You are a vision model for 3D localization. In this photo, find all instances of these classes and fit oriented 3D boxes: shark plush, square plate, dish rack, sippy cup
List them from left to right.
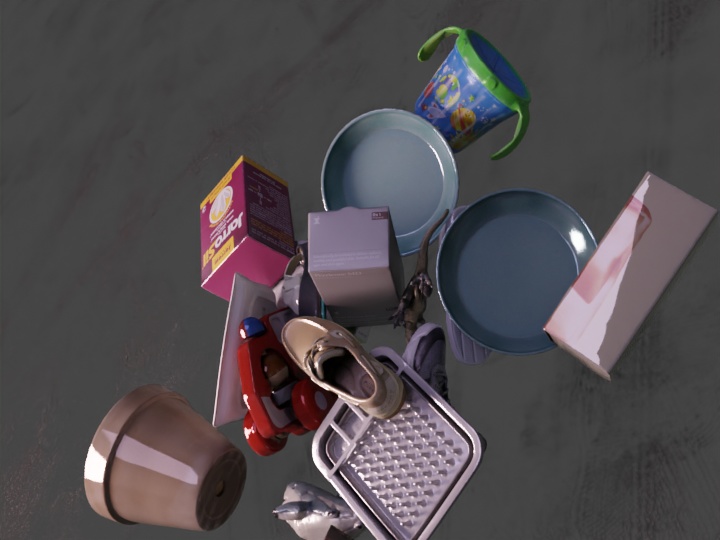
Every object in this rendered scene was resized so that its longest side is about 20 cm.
[{"bbox_3d":[-0.155,0.114,1.140,0.028,0.200,0.203,7,84,8],"label":"square plate"},{"bbox_3d":[-0.027,0.295,1.030,0.198,0.091,0.084,-24,22,34],"label":"shark plush"},{"bbox_3d":[0.045,0.208,0.935,0.200,0.043,0.173,41,101,39],"label":"dish rack"},{"bbox_3d":[0.149,-0.242,1.137,0.130,0.138,0.180,-43,36,28],"label":"sippy cup"}]

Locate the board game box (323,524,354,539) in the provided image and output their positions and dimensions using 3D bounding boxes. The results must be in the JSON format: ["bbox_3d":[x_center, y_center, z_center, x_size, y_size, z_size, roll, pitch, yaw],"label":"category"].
[{"bbox_3d":[-0.041,0.414,0.936,0.104,0.023,0.203,21,79,39],"label":"board game box"}]

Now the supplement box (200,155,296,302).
[{"bbox_3d":[-0.184,-0.062,1.304,0.131,0.102,0.202,-42,38,26],"label":"supplement box"}]

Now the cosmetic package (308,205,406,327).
[{"bbox_3d":[0.000,0.000,1.047,0.104,0.200,0.092,-5,69,9],"label":"cosmetic package"}]

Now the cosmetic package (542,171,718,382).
[{"bbox_3d":[0.290,0.011,0.875,0.087,0.103,0.202,35,89,23],"label":"cosmetic package"}]

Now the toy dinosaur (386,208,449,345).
[{"bbox_3d":[0.072,0.026,1.024,0.047,0.088,0.204,16,111,13],"label":"toy dinosaur"}]

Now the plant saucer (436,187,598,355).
[{"bbox_3d":[0.190,0.003,0.978,0.195,0.036,0.205,-2,77,10],"label":"plant saucer"}]

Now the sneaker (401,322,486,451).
[{"bbox_3d":[0.101,0.169,0.981,0.112,0.075,0.205,5,79,39],"label":"sneaker"}]

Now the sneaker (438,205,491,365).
[{"bbox_3d":[0.139,0.022,1.042,0.071,0.071,0.205,2,77,-7],"label":"sneaker"}]

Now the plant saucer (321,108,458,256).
[{"bbox_3d":[0.043,-0.122,1.132,0.195,0.036,0.205,2,99,15],"label":"plant saucer"}]

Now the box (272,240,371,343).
[{"bbox_3d":[-0.053,0.028,1.220,0.197,0.036,0.147,2,69,42],"label":"box"}]

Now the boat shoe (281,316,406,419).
[{"bbox_3d":[-0.033,0.105,0.956,0.199,0.065,0.073,32,90,39],"label":"boat shoe"}]

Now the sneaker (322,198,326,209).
[{"bbox_3d":[0.033,-0.127,1.193,0.198,0.087,0.077,-30,50,24],"label":"sneaker"}]

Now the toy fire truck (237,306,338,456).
[{"bbox_3d":[-0.097,0.135,1.072,0.111,0.199,0.170,-31,83,27],"label":"toy fire truck"}]

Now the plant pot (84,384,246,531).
[{"bbox_3d":[-0.264,0.286,1.168,0.170,0.200,0.204,14,75,26],"label":"plant pot"}]

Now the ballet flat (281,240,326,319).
[{"bbox_3d":[-0.076,0.020,1.133,0.072,0.073,0.202,-33,27,21],"label":"ballet flat"}]
